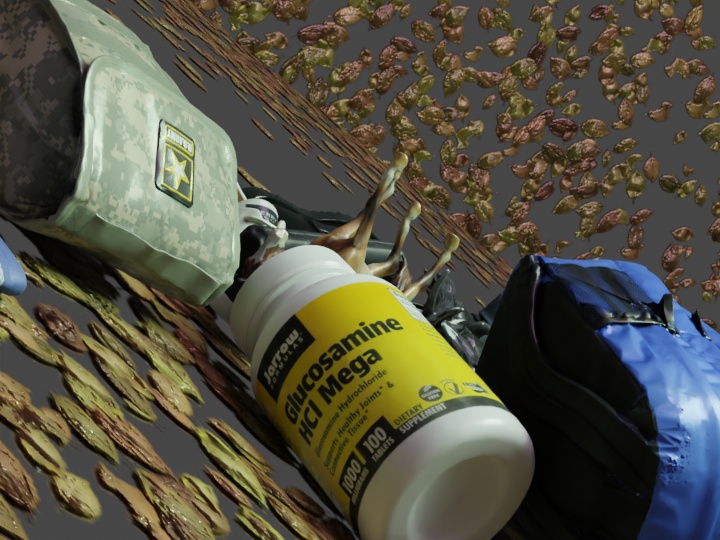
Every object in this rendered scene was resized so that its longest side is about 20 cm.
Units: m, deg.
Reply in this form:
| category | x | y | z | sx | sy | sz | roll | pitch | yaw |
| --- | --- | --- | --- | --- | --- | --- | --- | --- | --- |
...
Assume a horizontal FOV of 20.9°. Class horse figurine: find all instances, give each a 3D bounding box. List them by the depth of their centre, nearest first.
| category | x | y | z | sx | sy | sz | roll | pitch | yaw |
| --- | --- | --- | --- | --- | --- | --- | --- | --- | --- |
| horse figurine | 0.000 | 0.000 | 1.296 | 0.050 | 0.133 | 0.200 | 34 | -9 | 26 |

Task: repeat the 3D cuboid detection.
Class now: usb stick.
| category | x | y | z | sx | sy | sz | roll | pitch | yaw |
| --- | --- | --- | --- | --- | --- | --- | --- | --- | --- |
| usb stick | -0.030 | 0.000 | 1.338 | 0.033 | 0.056 | 0.200 | 28 | 11 | 28 |

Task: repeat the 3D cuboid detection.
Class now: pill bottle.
| category | x | y | z | sx | sy | sz | roll | pitch | yaw |
| --- | --- | --- | --- | --- | --- | --- | --- | --- | --- |
| pill bottle | 0.005 | 0.074 | 1.158 | 0.112 | 0.112 | 0.200 | 35 | 10 | -48 |

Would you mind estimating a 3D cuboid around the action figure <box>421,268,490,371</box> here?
| category | x | y | z | sx | sy | sz | roll | pitch | yaw |
| --- | --- | --- | --- | --- | --- | --- | --- | --- | --- |
| action figure | 0.054 | 0.083 | 1.411 | 0.200 | 0.102 | 0.119 | 68 | -5 | -52 |

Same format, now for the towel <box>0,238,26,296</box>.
| category | x | y | z | sx | sy | sz | roll | pitch | yaw |
| --- | --- | --- | --- | --- | --- | --- | --- | --- | --- |
| towel | -0.250 | -0.054 | 0.921 | 0.145 | 0.024 | 0.200 | 48 | 10 | 26 |

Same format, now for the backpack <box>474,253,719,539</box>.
| category | x | y | z | sx | sy | sz | roll | pitch | yaw |
| --- | --- | --- | --- | --- | --- | --- | --- | --- | --- |
| backpack | 0.170 | 0.097 | 1.166 | 0.168 | 0.163 | 0.200 | 2 | 27 | -22 |

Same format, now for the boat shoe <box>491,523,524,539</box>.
| category | x | y | z | sx | sy | sz | roll | pitch | yaw |
| --- | --- | --- | --- | --- | --- | --- | --- | --- | --- |
| boat shoe | 0.068 | 0.135 | 1.293 | 0.202 | 0.075 | 0.075 | 43 | 7 | 10 |

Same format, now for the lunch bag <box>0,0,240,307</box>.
| category | x | y | z | sx | sy | sz | roll | pitch | yaw |
| --- | --- | --- | --- | --- | --- | --- | --- | --- | --- |
| lunch bag | -0.160 | -0.076 | 1.163 | 0.200 | 0.118 | 0.164 | 54 | 12 | 33 |

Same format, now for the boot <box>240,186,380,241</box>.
| category | x | y | z | sx | sy | sz | roll | pitch | yaw |
| --- | --- | --- | --- | --- | --- | --- | --- | --- | --- |
| boot | -0.016 | 0.012 | 1.603 | 0.198 | 0.073 | 0.162 | 24 | 16 | -47 |

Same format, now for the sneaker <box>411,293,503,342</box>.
| category | x | y | z | sx | sy | sz | roll | pitch | yaw |
| --- | --- | --- | --- | --- | --- | --- | --- | --- | --- |
| sneaker | 0.096 | 0.038 | 1.773 | 0.202 | 0.146 | 0.077 | 40 | 9 | -9 |

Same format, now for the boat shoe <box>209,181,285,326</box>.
| category | x | y | z | sx | sy | sz | roll | pitch | yaw |
| --- | --- | --- | --- | --- | --- | --- | --- | --- | --- |
| boat shoe | -0.086 | -0.019 | 1.386 | 0.071 | 0.070 | 0.200 | 36 | 13 | -38 |
